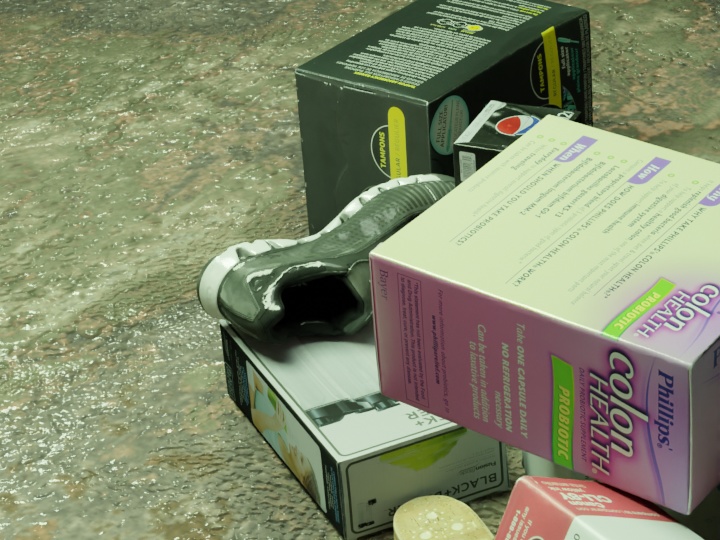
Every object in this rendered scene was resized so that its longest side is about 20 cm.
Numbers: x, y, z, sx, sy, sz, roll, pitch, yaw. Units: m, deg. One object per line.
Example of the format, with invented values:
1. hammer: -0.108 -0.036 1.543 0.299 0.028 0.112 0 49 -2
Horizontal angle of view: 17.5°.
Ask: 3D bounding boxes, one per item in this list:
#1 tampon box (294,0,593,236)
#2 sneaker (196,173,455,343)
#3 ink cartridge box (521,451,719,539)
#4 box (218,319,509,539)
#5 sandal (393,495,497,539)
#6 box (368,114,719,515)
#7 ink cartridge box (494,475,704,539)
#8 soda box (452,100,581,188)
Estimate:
1. tampon box: 0.066 -0.105 1.732 0.126 0.150 0.200 18 36 36
2. sneaker: 0.000 0.000 1.520 0.200 0.067 0.090 -22 36 -21
3. ink cartridge box: 0.204 0.085 1.373 0.199 0.145 0.147 -8 29 -6
4. box: 0.000 0.084 1.493 0.116 0.060 0.200 -15 31 -18
5. sandal: 0.077 0.169 1.318 0.077 0.070 0.212 -17 31 -22
6. box: 0.137 0.017 1.260 0.200 0.097 0.176 19 39 33
7. ink cartridge box: 0.140 0.209 1.142 0.083 0.146 0.200 11 15 -38
8. soda box: 0.104 -0.003 1.489 0.063 0.201 0.071 9 32 22
